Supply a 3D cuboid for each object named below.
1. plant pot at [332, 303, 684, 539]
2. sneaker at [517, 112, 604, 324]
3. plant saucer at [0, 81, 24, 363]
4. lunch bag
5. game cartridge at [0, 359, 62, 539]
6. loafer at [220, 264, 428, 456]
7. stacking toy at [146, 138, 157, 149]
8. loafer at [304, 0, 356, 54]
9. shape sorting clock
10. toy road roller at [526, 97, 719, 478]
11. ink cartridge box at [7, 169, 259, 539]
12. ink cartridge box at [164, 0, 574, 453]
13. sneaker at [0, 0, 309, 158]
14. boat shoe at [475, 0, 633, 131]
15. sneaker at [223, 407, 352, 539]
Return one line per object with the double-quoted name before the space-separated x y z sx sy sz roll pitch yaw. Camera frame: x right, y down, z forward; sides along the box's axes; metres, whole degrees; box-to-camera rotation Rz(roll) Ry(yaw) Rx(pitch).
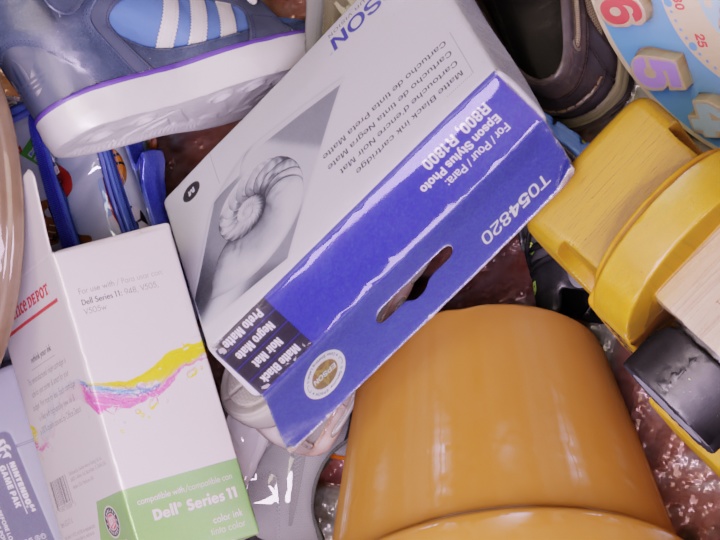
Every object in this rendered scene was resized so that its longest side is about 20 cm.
"plant pot" 0.067 0.126 1.228 0.199 0.200 0.184 -18 54 20
"sneaker" 0.105 -0.019 1.301 0.083 0.071 0.200 -47 66 0
"plant saucer" -0.224 -0.024 1.309 0.200 0.029 0.201 1 91 59
"lunch bag" -0.169 0.002 1.394 0.160 0.076 0.201 -18 89 23
"game cartridge" -0.176 0.150 1.365 0.133 0.041 0.201 -19 96 25
"loafer" 0.000 0.000 1.302 0.072 0.063 0.201 17 73 49
"stacking toy" -0.139 -0.145 1.438 0.116 0.110 0.201 -13 83 37
"loafer" 0.012 -0.141 1.360 0.069 0.075 0.201 -17 80 30
"shape sorting clock" 0.187 -0.129 1.237 0.199 0.201 0.039 24 48 28
"toy road roller" 0.164 0.005 1.190 0.123 0.200 0.146 -46 65 1
"ink cartridge box" -0.124 0.051 1.277 0.067 0.117 0.201 -14 84 -25
"ink cartridge box" -0.004 -0.041 1.245 0.200 0.041 0.200 -45 34 13
"sneaker" -0.113 -0.149 1.359 0.081 0.199 0.147 -35 77 51
"boat shoe" 0.083 -0.170 1.347 0.074 0.073 0.201 -31 66 14
"sneaker" -0.023 0.053 1.351 0.079 0.074 0.201 19 81 2
